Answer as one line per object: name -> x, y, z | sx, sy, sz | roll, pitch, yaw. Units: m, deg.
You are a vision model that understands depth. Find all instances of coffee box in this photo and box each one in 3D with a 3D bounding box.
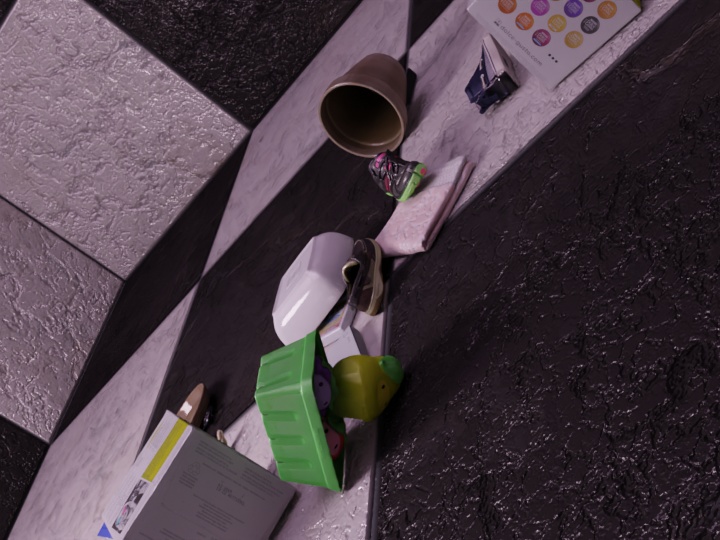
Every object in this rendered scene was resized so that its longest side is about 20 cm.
coffee box -> 0.315, -0.467, 1.522 | 0.197, 0.199, 0.202 | -39, 23, 37
coffee box -> -0.258, 0.365, 1.472 | 0.202, 0.199, 0.197 | -59, 19, -13

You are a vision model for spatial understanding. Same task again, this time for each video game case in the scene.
video game case -> -0.061, 0.075, 1.782 | 0.199, 0.024, 0.184 | -32, 29, 46

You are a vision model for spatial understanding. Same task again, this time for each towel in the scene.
towel -> 0.106, -0.109, 1.680 | 0.193, 0.032, 0.199 | -61, 19, -16

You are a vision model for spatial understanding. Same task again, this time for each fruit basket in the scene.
fruit basket -> -0.033, 0.191, 1.337 | 0.216, 0.214, 0.156 | -45, 21, 24

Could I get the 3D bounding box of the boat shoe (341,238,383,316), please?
boat shoe -> 0.000, 0.000, 1.659 | 0.201, 0.064, 0.074 | -101, 33, -57

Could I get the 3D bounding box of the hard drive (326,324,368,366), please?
hard drive -> -0.061, 0.198, 1.574 | 0.201, 0.026, 0.132 | -52, 19, 9

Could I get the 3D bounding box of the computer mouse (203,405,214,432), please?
computer mouse -> -0.322, 0.346, 1.951 | 0.201, 0.034, 0.059 | -83, 15, -63

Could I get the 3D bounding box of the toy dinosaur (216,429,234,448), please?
toy dinosaur -> -0.269, 0.377, 1.741 | 0.088, 0.047, 0.202 | -55, 13, 47

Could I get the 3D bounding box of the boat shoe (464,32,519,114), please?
boat shoe -> 0.231, -0.367, 1.741 | 0.092, 0.075, 0.201 | -37, 25, 22

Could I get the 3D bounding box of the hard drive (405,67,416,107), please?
hard drive -> 0.053, -0.381, 2.255 | 0.199, 0.033, 0.141 | -40, 24, 37

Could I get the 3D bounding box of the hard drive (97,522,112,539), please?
hard drive -> -0.526, 0.519, 2.144 | 0.131, 0.025, 0.202 | -22, 38, 58

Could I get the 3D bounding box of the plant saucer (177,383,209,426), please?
plant saucer -> -0.389, 0.345, 2.079 | 0.201, 0.029, 0.201 | -52, 17, 22

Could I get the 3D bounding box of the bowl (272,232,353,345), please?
bowl -> -0.098, 0.028, 1.779 | 0.201, 0.074, 0.201 | -51, 16, 30

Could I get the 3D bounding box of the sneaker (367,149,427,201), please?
sneaker -> 0.060, -0.179, 1.738 | 0.077, 0.083, 0.200 | -56, 17, -8

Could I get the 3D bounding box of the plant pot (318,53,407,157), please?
plant pot -> 0.024, -0.383, 2.081 | 0.199, 0.199, 0.175 | -34, 26, 45
